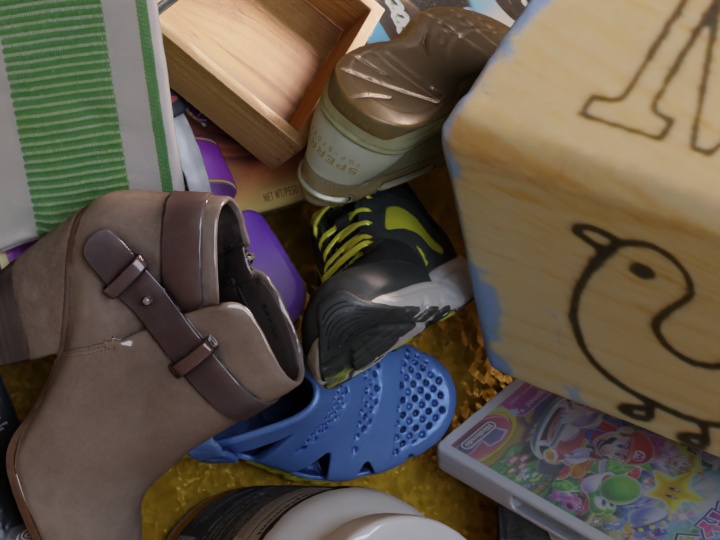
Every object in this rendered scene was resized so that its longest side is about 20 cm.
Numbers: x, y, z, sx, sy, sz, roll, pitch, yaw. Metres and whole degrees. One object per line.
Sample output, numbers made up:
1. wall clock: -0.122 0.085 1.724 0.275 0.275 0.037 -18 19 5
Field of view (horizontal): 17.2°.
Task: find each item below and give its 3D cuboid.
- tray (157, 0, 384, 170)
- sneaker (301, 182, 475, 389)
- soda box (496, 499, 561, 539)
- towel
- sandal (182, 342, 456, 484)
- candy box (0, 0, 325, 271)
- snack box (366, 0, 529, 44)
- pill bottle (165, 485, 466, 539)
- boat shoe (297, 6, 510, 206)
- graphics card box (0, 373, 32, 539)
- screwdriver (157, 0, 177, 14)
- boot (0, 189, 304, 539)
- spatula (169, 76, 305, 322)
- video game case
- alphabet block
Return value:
1. tray: -0.091 -0.150 1.153 0.200 0.037 0.099 40 56 -15
2. sneaker: 0.000 0.000 1.160 0.074 0.200 0.085 -34 87 12
3. soda box: 0.171 0.151 1.248 0.198 0.063 0.071 -1 87 4
4. towel: -0.180 -0.066 1.069 0.199 0.023 0.153 -19 131 -17
5. sandal: -0.038 0.067 1.198 0.198 0.087 0.080 0 84 -26
6. candy box: -0.110 -0.070 1.193 0.199 0.056 0.118 -16 91 -26
7. snack box: 0.088 -0.128 1.297 0.199 0.037 0.117 29 75 -20
8. pill bottle: -0.019 0.161 1.135 0.115 0.200 0.118 2 85 -24
9. boat shoe: 0.035 -0.080 1.191 0.073 0.063 0.200 38 30 13
10. graphics card box: -0.232 0.065 1.129 0.125 0.051 0.201 -24 94 -24
11. screwdriver: -0.123 -0.100 1.112 0.200 0.029 0.028 -39 106 1
12. boot: -0.093 0.062 1.104 0.201 0.145 0.070 69 22 -14
13. spatula: -0.086 -0.059 1.160 0.056 0.021 0.201 -25 92 -25
14. video game case: 0.159 0.100 1.226 0.143 0.199 0.018 -36 139 -33
15. alphabet block: 0.179 -0.043 1.151 0.197 0.199 0.196 -56 151 -27
